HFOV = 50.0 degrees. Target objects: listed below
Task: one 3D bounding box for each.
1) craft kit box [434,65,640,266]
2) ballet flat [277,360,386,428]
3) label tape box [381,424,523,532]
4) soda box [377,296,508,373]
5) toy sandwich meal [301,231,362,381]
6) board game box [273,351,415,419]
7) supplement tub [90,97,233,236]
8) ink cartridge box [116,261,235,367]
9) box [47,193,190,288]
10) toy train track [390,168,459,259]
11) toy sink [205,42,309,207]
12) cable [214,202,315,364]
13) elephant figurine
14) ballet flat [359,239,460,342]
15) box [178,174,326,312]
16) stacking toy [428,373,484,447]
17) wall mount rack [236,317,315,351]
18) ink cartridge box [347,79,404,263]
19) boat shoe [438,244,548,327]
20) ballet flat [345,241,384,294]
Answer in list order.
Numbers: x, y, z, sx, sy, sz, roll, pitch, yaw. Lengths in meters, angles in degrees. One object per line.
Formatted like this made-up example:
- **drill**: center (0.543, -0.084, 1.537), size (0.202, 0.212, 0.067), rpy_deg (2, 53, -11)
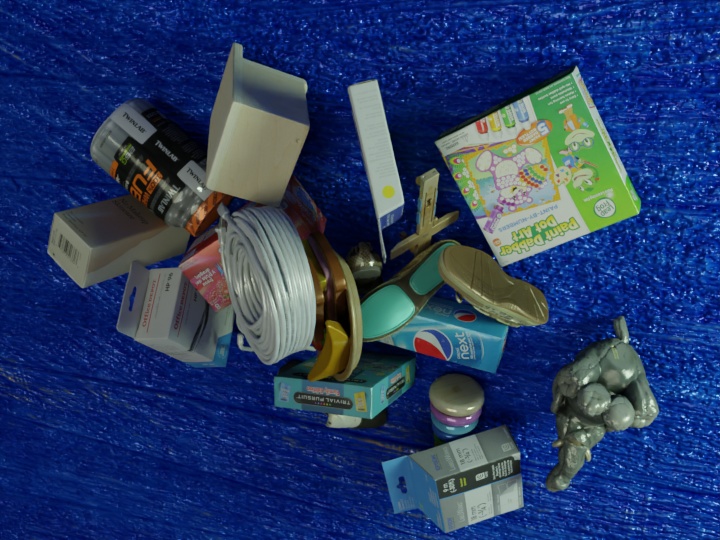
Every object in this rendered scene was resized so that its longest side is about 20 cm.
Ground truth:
- **craft kit box**: center (0.227, -0.128, 1.000), size (0.199, 0.049, 0.198), rpy_deg (-23, 107, 31)
- **ballet flat**: center (-0.055, 0.221, 1.279), size (0.199, 0.068, 0.068), rpy_deg (24, 122, 10)
- **label tape box**: center (0.144, 0.329, 1.180), size (0.198, 0.064, 0.145), rpy_deg (-17, 130, -4)
- **soda box**: center (0.114, 0.084, 1.138), size (0.198, 0.068, 0.065), rpy_deg (14, 120, 16)
- **toy sandwich meal**: center (-0.056, 0.056, 1.043), size (0.070, 0.205, 0.207), rpy_deg (-7, 120, -20)
- **board game box**: center (-0.018, 0.165, 1.154), size (0.150, 0.200, 0.047), rpy_deg (3, 98, 21)
- **supplement tub**: center (-0.292, -0.151, 1.157), size (0.200, 0.123, 0.123), rpy_deg (40, 123, -1)
- **ink cartridge box**: center (-0.281, 0.071, 1.208), size (0.067, 0.117, 0.200), rpy_deg (-3, 157, 25)
- **box**: center (-0.362, -0.055, 1.181), size (0.095, 0.200, 0.078), rpy_deg (38, 125, 19)
- **toy train track**: center (0.081, -0.079, 1.034), size (0.033, 0.114, 0.200), rpy_deg (54, 165, 22)
- **toy sink**: center (-0.140, -0.203, 1.060), size (0.111, 0.201, 0.131), rpy_deg (14, 123, -19)
- **cable**: center (-0.121, 0.017, 1.001), size (0.200, 0.069, 0.202), rpy_deg (29, 128, 58)
- **elephant figurine**: center (0.316, 0.193, 1.082), size (0.142, 0.154, 0.201), rpy_deg (59, 158, 27)
- **ballet flat**: center (0.064, 0.030, 1.086), size (0.200, 0.071, 0.071), rpy_deg (-39, 98, -5)
- **box**: center (-0.156, -0.041, 1.138), size (0.199, 0.100, 0.096), rpy_deg (-32, 110, 16)
- **stacking toy**: center (0.144, 0.264, 1.215), size (0.085, 0.085, 0.202), rpy_deg (12, 123, 17)
- **wall mount rack**: center (-0.125, 0.039, 1.219), size (0.198, 0.074, 0.176), rpy_deg (-3, 77, 23)
- **ink cartridge box**: center (0.028, -0.114, 0.965), size (0.047, 0.198, 0.202), rpy_deg (-14, 89, 1)
- **boat shoe**: center (0.172, 0.031, 1.049), size (0.199, 0.074, 0.062), rpy_deg (30, 143, -28)
- **ballet flat**: center (0.000, 0.000, 1.101), size (0.067, 0.200, 0.047), rpy_deg (-8, 78, -3)
